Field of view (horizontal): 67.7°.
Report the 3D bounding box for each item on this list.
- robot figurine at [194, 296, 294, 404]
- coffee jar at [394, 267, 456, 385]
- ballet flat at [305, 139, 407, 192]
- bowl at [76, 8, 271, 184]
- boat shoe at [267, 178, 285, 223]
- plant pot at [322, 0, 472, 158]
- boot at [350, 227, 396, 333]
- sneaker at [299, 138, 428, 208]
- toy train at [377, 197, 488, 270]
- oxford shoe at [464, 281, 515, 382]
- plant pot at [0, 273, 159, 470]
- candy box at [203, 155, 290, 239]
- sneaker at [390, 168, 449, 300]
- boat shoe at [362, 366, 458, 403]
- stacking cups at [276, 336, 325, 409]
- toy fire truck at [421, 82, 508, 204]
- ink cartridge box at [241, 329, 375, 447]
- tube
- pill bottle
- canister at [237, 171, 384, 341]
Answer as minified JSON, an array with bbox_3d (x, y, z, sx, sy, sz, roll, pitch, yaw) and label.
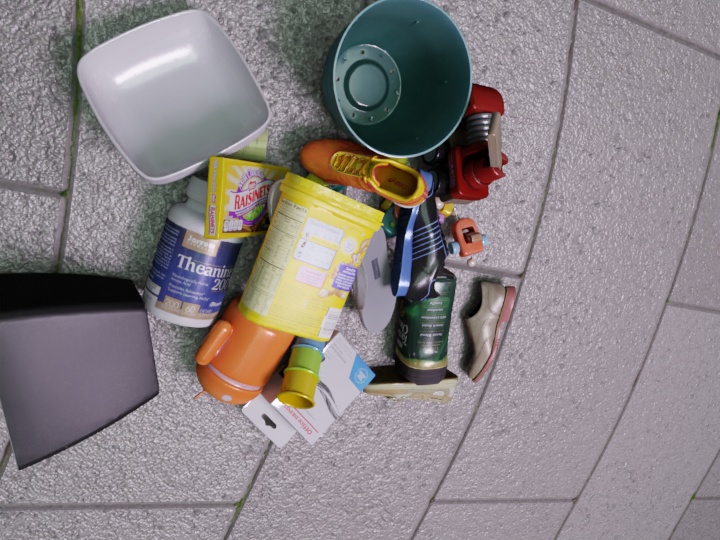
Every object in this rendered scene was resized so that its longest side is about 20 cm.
[{"bbox_3d":[-0.178,0.122,0.838,0.116,0.144,0.201,31,94,-4],"label":"robot figurine"},{"bbox_3d":[0.110,0.094,0.939,0.085,0.104,0.202,-1,105,-16],"label":"coffee jar"},{"bbox_3d":[-0.024,-0.158,0.845,0.199,0.067,0.068,-19,88,-6],"label":"ballet flat"},{"bbox_3d":[-0.240,-0.221,0.709,0.199,0.075,0.201,-31,87,-16],"label":"bowl"},{"bbox_3d":[-0.097,-0.049,0.826,0.074,0.093,0.201,-28,115,-17],"label":"boat shoe"},{"bbox_3d":[0.035,-0.271,0.776,0.199,0.161,0.202,-5,107,-17],"label":"plant pot"},{"bbox_3d":[0.000,0.000,0.882,0.073,0.095,0.201,-22,121,-30],"label":"boot"},{"bbox_3d":[0.004,-0.149,0.768,0.199,0.077,0.074,18,88,12],"label":"sneaker"},{"bbox_3d":[0.119,-0.072,0.894,0.198,0.056,0.151,-10,83,-15],"label":"toy train"},{"bbox_3d":[0.229,0.114,1.020,0.074,0.070,0.201,17,102,4],"label":"oxford shoe"},{"bbox_3d":[-0.381,0.107,0.727,0.176,0.200,0.201,-11,109,-27],"label":"plant pot"},{"bbox_3d":[-0.152,-0.100,0.749,0.026,0.200,0.103,7,99,16],"label":"candy box"},{"bbox_3d":[0.100,-0.053,0.836,0.077,0.070,0.202,7,98,-14],"label":"sneaker"},{"bbox_3d":[0.088,0.218,0.987,0.199,0.073,0.064,3,104,-29],"label":"boat shoe"},{"bbox_3d":[-0.081,0.110,0.843,0.060,0.060,0.201,26,55,-24],"label":"stacking cups"},{"bbox_3d":[0.172,-0.204,0.797,0.128,0.200,0.178,2,84,-29],"label":"toy fire truck"},{"bbox_3d":[-0.085,0.204,0.899,0.200,0.067,0.116,-46,117,-16],"label":"ink cartridge box"},{"bbox_3d":[-0.234,-0.193,0.766,0.198,0.058,0.052,6,138,-16],"label":"tube"},{"bbox_3d":[-0.234,-0.029,0.776,0.110,0.111,0.201,17,99,-23],"label":"pill bottle"},{"bbox_3d":[-0.070,-0.015,0.747,0.148,0.086,0.201,20,96,-30],"label":"canister"}]
